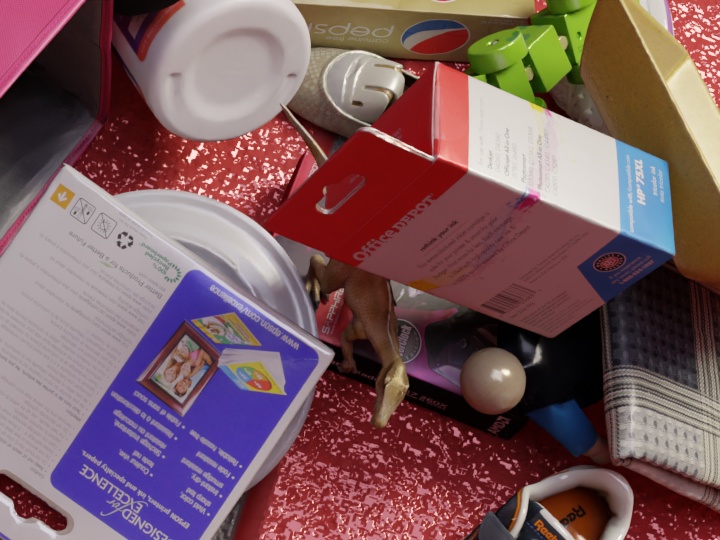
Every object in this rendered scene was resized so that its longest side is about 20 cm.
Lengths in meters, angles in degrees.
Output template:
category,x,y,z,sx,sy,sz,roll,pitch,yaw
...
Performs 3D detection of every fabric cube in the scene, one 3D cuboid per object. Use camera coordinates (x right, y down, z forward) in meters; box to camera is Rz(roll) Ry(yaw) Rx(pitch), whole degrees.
category,x,y,z,sx,sy,sz,roll,pitch,yaw
fabric cube,-0.283,-0.116,0.923,0.199,0.200,0.197,32,66,4

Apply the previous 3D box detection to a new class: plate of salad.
category,x,y,z,sx,sy,sz,roll,pitch,yaw
plate of salad,-0.124,0.051,0.961,0.199,0.048,0.201,0,87,2

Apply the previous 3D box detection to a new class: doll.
category,x,y,z,sx,sy,sz,roll,pitch,yaw
doll,0.135,0.055,0.978,0.200,0.048,0.137,-12,88,-47

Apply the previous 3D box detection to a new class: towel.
category,x,y,z,sx,sy,sz,roll,pitch,yaw
towel,0.217,0.057,1.014,0.200,0.034,0.193,23,56,-39

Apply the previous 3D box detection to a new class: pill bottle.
category,x,y,z,sx,sy,sz,roll,pitch,yaw
pill bottle,-0.122,-0.185,1.015,0.111,0.112,0.200,-20,50,-20

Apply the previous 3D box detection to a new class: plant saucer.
category,x,y,z,sx,sy,sz,roll,pitch,yaw
plant saucer,0.203,-0.064,0.964,0.048,0.200,0.201,-29,73,20

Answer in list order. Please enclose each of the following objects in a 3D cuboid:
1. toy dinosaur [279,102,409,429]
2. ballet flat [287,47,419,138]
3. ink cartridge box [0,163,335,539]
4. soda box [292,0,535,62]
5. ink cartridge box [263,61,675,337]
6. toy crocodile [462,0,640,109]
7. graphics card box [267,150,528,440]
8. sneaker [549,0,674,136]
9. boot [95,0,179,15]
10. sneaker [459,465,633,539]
category,x,y,z,sx,sy,sz,roll,pitch,yaw
toy dinosaur,0.000,0.000,0.938,0.058,0.101,0.201,-14,74,-15
ballet flat,0.036,-0.114,1.071,0.199,0.062,0.068,22,65,-3
ink cartridge box,-0.149,0.074,0.915,0.198,0.043,0.200,35,87,3
soda box,0.017,-0.193,1.097,0.199,0.068,0.064,1,68,-12
ink cartridge box,0.059,-0.041,0.861,0.199,0.116,0.067,20,54,-25
toy crocodile,0.117,-0.144,1.043,0.200,0.062,0.068,-37,118,-28
graphics card box,0.030,0.017,1.022,0.199,0.051,0.126,23,65,-4
sneaker,0.176,-0.110,1.108,0.099,0.075,0.201,-1,63,2
boot,-0.130,-0.251,0.963,0.188,0.069,0.200,12,58,42
sneaker,0.088,0.187,0.949,0.078,0.079,0.200,44,67,7
